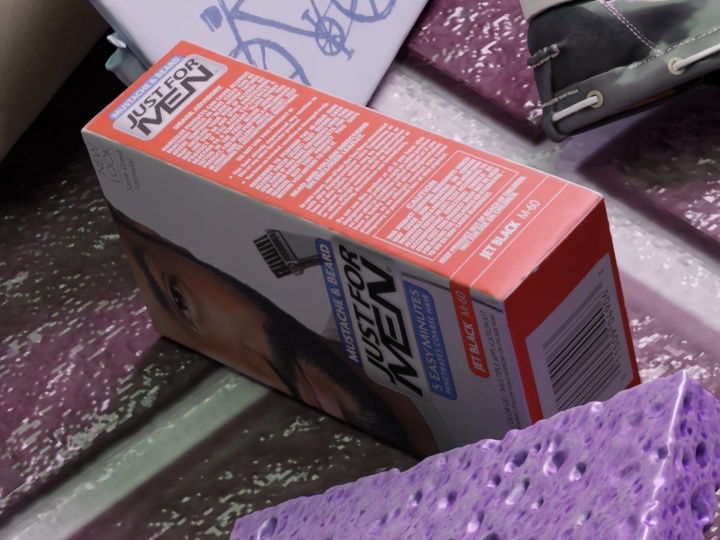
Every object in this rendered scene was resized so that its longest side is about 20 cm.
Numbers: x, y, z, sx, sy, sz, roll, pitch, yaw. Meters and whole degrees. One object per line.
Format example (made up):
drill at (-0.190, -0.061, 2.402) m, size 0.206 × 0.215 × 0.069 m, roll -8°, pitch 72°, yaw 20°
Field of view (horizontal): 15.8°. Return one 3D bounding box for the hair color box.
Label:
hair color box at (0.000, 0.000, 0.945) m, size 0.200 × 0.111 × 0.064 m, roll 23°, pitch 55°, yaw 37°

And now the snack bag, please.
snack bag at (-0.056, -0.143, 1.064) m, size 0.021 × 0.200 × 0.189 m, roll -16°, pitch 34°, yaw 45°

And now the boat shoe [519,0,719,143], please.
boat shoe at (0.166, -0.091, 1.038) m, size 0.200 × 0.072 × 0.068 m, roll -7°, pitch 79°, yaw 1°

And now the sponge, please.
sponge at (0.022, 0.104, 0.820) m, size 0.200 × 0.030 × 0.112 m, roll -23°, pitch 33°, yaw 39°

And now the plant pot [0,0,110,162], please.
plant pot at (-0.173, -0.144, 1.115) m, size 0.200 × 0.201 × 0.184 m, roll 11°, pitch 60°, yaw 28°
